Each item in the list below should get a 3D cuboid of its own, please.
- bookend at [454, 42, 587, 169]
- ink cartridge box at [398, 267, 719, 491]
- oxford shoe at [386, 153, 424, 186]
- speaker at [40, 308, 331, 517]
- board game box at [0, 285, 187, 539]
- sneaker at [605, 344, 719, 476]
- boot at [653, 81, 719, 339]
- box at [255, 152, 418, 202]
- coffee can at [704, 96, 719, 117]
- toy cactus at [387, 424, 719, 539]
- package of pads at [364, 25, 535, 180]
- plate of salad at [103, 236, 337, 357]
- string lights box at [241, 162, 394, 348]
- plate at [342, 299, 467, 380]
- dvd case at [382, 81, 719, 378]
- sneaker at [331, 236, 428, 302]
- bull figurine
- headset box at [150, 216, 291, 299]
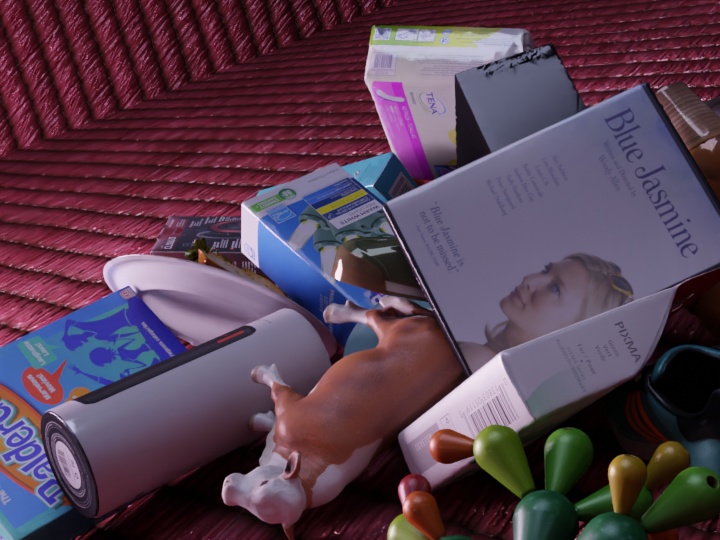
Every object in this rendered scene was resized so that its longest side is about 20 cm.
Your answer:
[{"bbox_3d":[0.159,-0.052,1.239,0.092,0.199,0.200,-18,60,-5],"label":"bookend"},{"bbox_3d":[0.140,0.066,0.884,0.200,0.050,0.161,-16,-17,-27],"label":"ink cartridge box"},{"bbox_3d":[0.049,-0.056,1.488,0.073,0.071,0.200,-49,23,6],"label":"oxford shoe"},{"bbox_3d":[-0.118,0.098,1.007,0.200,0.081,0.081,-23,17,-31],"label":"speaker"},{"bbox_3d":[-0.211,0.111,1.057,0.200,0.045,0.152,-29,60,-33],"label":"board game box"},{"bbox_3d":[0.195,0.074,0.846,0.071,0.080,0.200,-20,14,-9],"label":"sneaker"},{"bbox_3d":[0.215,-0.014,1.009,0.077,0.155,0.200,-6,-34,-47],"label":"boot"},{"bbox_3d":[-0.024,-0.054,1.425,0.200,0.082,0.049,-13,36,45],"label":"box"},{"bbox_3d":[0.339,-0.054,1.011,0.146,0.147,0.200,-28,20,-34],"label":"coffee can"},{"bbox_3d":[0.088,0.153,0.729,0.200,0.102,0.165,-5,39,29],"label":"toy cactus"},{"bbox_3d":[0.100,-0.153,1.359,0.154,0.200,0.068,3,66,16],"label":"package of pads"},{"bbox_3d":[-0.112,0.026,1.162,0.200,0.200,0.048,-2,62,41],"label":"plate of salad"},{"bbox_3d":[0.000,0.000,1.171,0.103,0.059,0.200,-26,49,-30],"label":"string lights box"},{"bbox_3d":[0.085,0.049,1.031,0.200,0.026,0.200,-5,35,3],"label":"plate"},{"bbox_3d":[0.133,-0.024,0.934,0.200,0.143,0.018,-25,-21,-4],"label":"dvd case"},{"bbox_3d":[0.086,-0.019,0.985,0.200,0.090,0.067,11,9,-3],"label":"sneaker"},{"bbox_3d":[-0.015,0.091,0.946,0.200,0.065,0.121,-34,39,-16],"label":"bull figurine"},{"bbox_3d":[-0.105,-0.001,1.310,0.200,0.075,0.149,0,14,-1],"label":"headset box"}]
